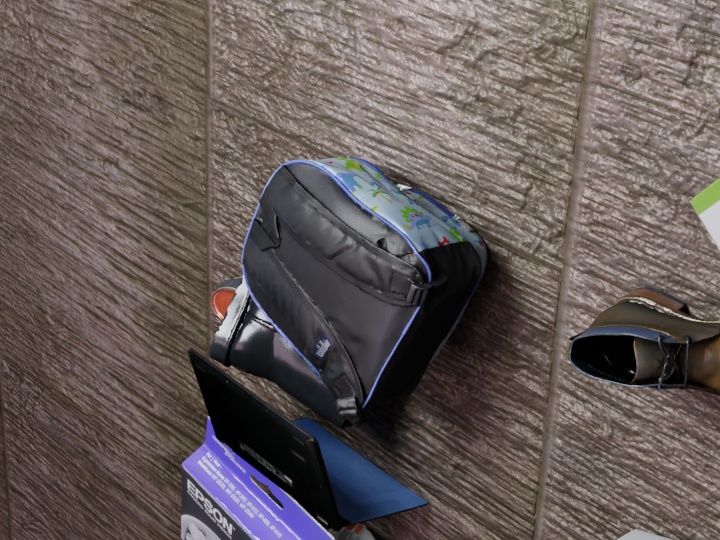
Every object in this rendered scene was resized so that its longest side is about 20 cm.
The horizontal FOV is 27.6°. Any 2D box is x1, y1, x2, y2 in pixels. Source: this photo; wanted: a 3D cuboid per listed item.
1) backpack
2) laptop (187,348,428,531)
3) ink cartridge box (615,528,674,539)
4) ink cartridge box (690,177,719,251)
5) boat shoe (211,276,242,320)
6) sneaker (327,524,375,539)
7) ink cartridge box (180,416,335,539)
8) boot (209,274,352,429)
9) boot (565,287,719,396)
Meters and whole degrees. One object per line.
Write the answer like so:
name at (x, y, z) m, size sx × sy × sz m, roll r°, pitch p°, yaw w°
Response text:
backpack at (0.000, 0.000, 1.315) m, size 0.200 × 0.146 × 0.184 m, roll 42°, pitch 121°, yaw 25°
laptop at (-0.049, 0.155, 1.431) m, size 0.186 × 0.116 × 0.202 m, roll 30°, pitch 147°, yaw 38°
ink cartridge box at (0.282, 0.308, 1.181) m, size 0.199 × 0.083 × 0.147 m, roll 10°, pitch 114°, yaw 48°
ink cartridge box at (0.338, -0.005, 0.982) m, size 0.202 × 0.075 × 0.148 m, roll 60°, pitch 140°, yaw 9°
boat shoe at (-0.099, 0.065, 1.540) m, size 0.199 × 0.062 × 0.072 m, roll 30°, pitch 130°, yaw 40°
sneaker at (-0.027, 0.327, 1.580) m, size 0.082 × 0.077 × 0.199 m, roll 54°, pitch 149°, yaw -9°
ink cartridge box at (-0.112, 0.280, 1.533) m, size 0.198 × 0.043 × 0.202 m, roll 40°, pitch 144°, yaw 26°
boot at (-0.035, 0.035, 1.434) m, size 0.166 × 0.202 × 0.076 m, roll 24°, pitch 173°, yaw 8°
boot at (0.250, 0.075, 1.103) m, size 0.199 × 0.096 × 0.076 m, roll 19°, pitch 121°, yaw 44°
